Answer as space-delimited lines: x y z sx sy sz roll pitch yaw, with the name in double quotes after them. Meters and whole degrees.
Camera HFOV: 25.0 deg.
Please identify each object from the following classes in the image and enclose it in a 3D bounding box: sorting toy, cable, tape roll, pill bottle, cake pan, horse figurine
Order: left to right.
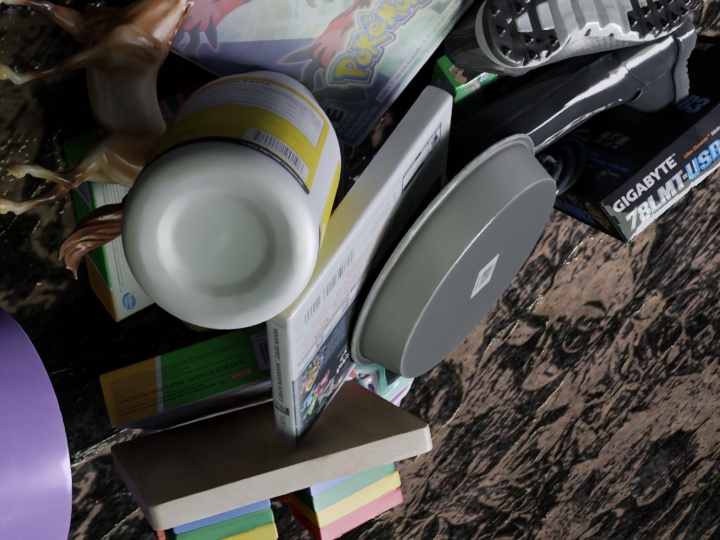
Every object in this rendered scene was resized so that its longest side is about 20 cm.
-0.275 0.121 1.065 0.085 0.200 0.200 -11 138 -39 "tape roll"
-0.163 -0.100 1.008 0.132 0.050 0.200 -11 113 -29 "horse figurine"
-0.071 -0.053 0.980 0.112 0.112 0.200 -56 -171 22 "pill bottle"
-0.065 0.152 1.181 0.199 0.200 0.070 -15 99 -14 "sorting toy"
0.071 -0.004 1.137 0.200 0.037 0.200 -47 162 -20 "cake pan"
0.095 -0.053 1.332 0.200 0.051 0.163 -30 -165 46 "cable"

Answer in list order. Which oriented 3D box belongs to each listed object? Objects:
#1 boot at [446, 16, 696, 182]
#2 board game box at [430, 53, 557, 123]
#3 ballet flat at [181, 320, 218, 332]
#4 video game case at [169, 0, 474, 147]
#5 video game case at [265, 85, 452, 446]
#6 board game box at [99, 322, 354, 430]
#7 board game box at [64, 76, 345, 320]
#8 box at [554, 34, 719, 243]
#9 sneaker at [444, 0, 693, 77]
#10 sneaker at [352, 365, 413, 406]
0.151 -0.115 1.227 0.200 0.066 0.165 -36 161 -5 "boot"
0.111 -0.144 1.239 0.135 0.029 0.200 -31 168 -11 "board game box"
-0.038 0.002 1.177 0.200 0.072 0.068 -12 99 -33 "ballet flat"
-0.019 -0.191 1.034 0.182 0.023 0.200 26 119 -27 "video game case"
0.000 0.000 1.090 0.200 0.023 0.182 -55 163 -27 "video game case"
-0.096 0.081 1.239 0.153 0.040 0.200 -18 171 6 "board game box"
-0.103 -0.065 1.156 0.200 0.040 0.153 -27 145 -21 "board game box"
0.247 -0.117 1.347 0.198 0.200 0.050 -40 107 -3 "box"
0.137 -0.174 1.110 0.200 0.067 0.090 -19 -174 -33 "sneaker"
-0.040 0.149 1.458 0.200 0.078 0.140 -18 140 -31 "sneaker"
